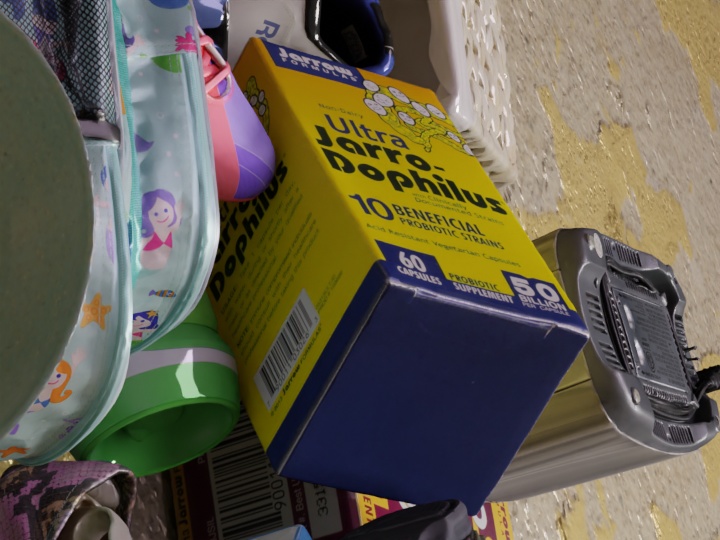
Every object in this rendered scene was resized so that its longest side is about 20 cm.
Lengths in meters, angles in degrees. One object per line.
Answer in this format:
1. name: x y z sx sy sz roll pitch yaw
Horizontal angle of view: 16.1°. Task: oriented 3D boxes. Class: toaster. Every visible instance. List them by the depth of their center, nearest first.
1. toaster: 0.095 0.053 1.287 0.200 0.129 0.114 15 57 -64

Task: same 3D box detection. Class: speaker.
1. speaker: -0.119 -0.012 1.124 0.088 0.088 0.200 28 37 -60

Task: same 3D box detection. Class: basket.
1. basket: 0.010 -0.137 1.499 0.123 0.135 0.200 38 40 -57

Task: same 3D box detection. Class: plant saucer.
1. plant saucer: -0.184 -0.009 0.873 0.039 0.201 0.201 53 23 -77

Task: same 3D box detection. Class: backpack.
1. backpack: -0.143 -0.023 0.985 0.150 0.178 0.200 7 67 -28

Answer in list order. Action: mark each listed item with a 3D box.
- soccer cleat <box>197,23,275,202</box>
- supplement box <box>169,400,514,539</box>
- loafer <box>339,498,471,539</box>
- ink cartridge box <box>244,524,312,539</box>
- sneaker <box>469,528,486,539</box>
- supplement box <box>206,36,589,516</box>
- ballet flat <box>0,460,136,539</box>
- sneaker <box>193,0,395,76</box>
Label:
1. soccer cleat: -0.102 -0.111 1.091 0.200 0.076 0.067 46 33 -10
2. supplement box: -0.006 0.120 1.303 0.200 0.103 0.131 32 43 -59
3. loafer: 0.008 0.142 1.019 0.200 0.072 0.063 -25 99 -70
4. ink cartridge box: -0.036 0.217 1.098 0.200 0.115 0.068 61 24 -26
5. sneaker: 0.064 0.194 1.174 0.199 0.076 0.114 44 51 -12
6. supplement box: 0.000 0.000 1.154 0.109 0.110 0.200 14 28 -31
7. ballet flat: -0.119 0.154 1.008 0.069 0.071 0.200 52 29 -42
8. sneaker: -0.042 -0.094 1.287 0.199 0.115 0.081 94 -8 -63
